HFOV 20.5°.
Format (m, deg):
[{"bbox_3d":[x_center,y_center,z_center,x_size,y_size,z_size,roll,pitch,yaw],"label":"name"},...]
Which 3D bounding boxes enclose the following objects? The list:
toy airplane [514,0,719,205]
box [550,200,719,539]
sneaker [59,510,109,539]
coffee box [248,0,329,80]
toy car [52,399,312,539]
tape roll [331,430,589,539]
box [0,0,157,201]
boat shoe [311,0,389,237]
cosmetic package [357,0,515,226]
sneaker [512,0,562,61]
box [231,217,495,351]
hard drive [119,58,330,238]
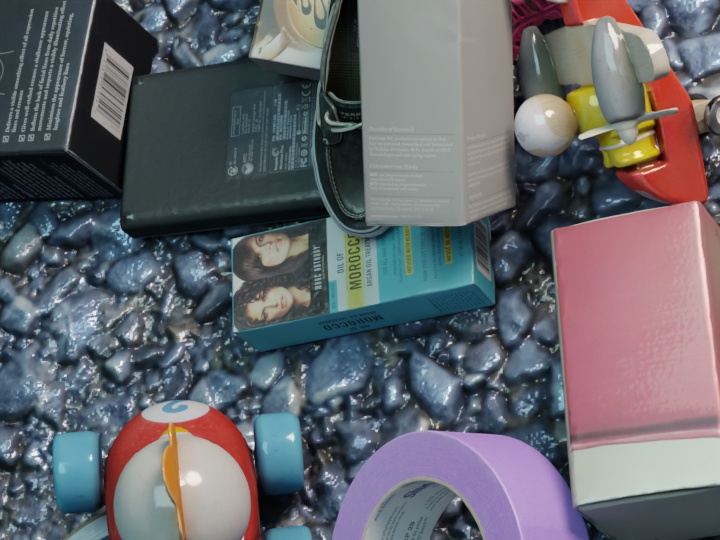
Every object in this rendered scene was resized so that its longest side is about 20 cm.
[{"bbox_3d":[0.162,-0.142,1.409,0.141,0.200,0.199,-37,57,-6],"label":"toy airplane"},{"bbox_3d":[0.204,0.073,1.345,0.109,0.128,0.200,-11,66,20],"label":"box"},{"bbox_3d":[-0.228,0.279,1.505,0.200,0.070,0.109,-39,57,4],"label":"sneaker"},{"bbox_3d":[-0.009,-0.247,1.539,0.113,0.080,0.200,11,89,6],"label":"coffee box"},{"bbox_3d":[-0.126,0.154,1.396,0.184,0.200,0.177,-5,65,-6],"label":"toy car"},{"bbox_3d":[0.064,0.210,1.346,0.200,0.066,0.201,-9,78,50],"label":"tape roll"},{"bbox_3d":[-0.292,-0.144,1.682,0.200,0.107,0.149,0,70,25],"label":"box"},{"bbox_3d":[-0.006,-0.123,1.462,0.072,0.071,0.200,-3,94,7],"label":"boat shoe"},{"bbox_3d":[0.055,-0.136,1.410,0.090,0.107,0.200,0,97,26],"label":"cosmetic package"},{"bbox_3d":[0.116,-0.227,1.535,0.200,0.081,0.088,-40,60,6],"label":"sneaker"},{"bbox_3d":[0.000,0.000,1.518,0.200,0.049,0.082,-12,65,21],"label":"box"},{"bbox_3d":[-0.098,-0.104,1.612,0.200,0.033,0.140,-6,68,21],"label":"hard drive"}]
